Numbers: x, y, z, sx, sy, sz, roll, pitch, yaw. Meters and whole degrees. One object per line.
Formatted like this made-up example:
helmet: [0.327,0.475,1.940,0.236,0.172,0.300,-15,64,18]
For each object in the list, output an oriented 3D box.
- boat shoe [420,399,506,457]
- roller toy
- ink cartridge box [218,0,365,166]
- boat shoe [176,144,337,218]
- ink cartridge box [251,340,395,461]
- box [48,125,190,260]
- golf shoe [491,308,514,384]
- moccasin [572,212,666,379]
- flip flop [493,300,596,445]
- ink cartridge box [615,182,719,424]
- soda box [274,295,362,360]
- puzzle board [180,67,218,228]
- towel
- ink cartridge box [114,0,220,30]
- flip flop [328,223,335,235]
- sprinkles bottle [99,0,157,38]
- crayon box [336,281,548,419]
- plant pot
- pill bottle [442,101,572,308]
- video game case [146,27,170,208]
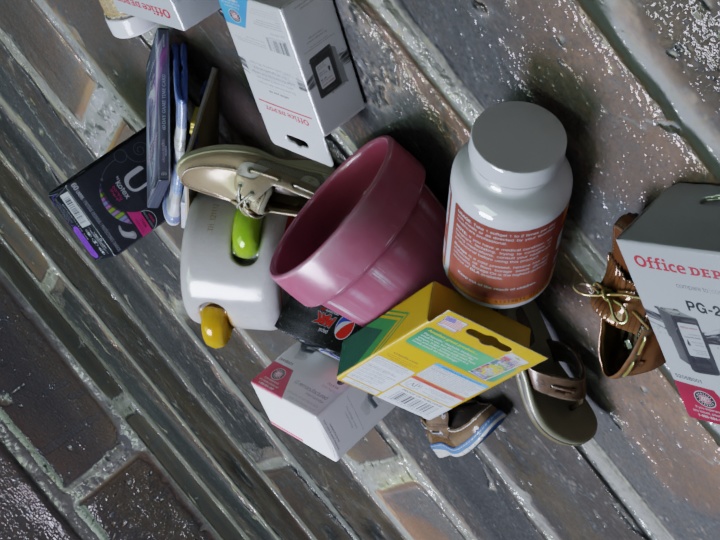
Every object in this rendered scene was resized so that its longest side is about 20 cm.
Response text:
boat shoe: [0.121,0.196,1.615,0.072,0.072,0.200,51,156,2]
roller toy: [-0.159,-0.015,1.616,0.140,0.182,0.200,5,113,7]
ink cartridge box: [-0.069,-0.221,1.344,0.116,0.067,0.200,26,146,42]
boat shoe: [-0.121,-0.099,1.482,0.200,0.065,0.072,8,144,-5]
ink cartridge box: [-0.016,0.129,1.596,0.146,0.200,0.085,21,143,47]
box: [-0.315,-0.119,1.753,0.122,0.200,0.106,56,155,-13]
golf shoe: [0.119,0.060,1.447,0.200,0.077,0.088,22,122,46]
moccasin: [0.244,0.028,1.146,0.074,0.078,0.201,54,163,34]
flip flop: [0.206,0.103,1.332,0.058,0.081,0.200,-10,114,41]
ink cartridge box: [0.316,0.036,1.030,0.145,0.083,0.200,11,136,55]
soda box: [-0.018,0.073,1.505,0.063,0.071,0.200,33,171,-35]
puzzle board: [-0.210,-0.144,1.614,0.017,0.151,0.200,12,149,1]
towel: [-0.239,-0.175,1.608,0.147,0.024,0.200,-101,17,-48]
ink cartridge box: [-0.237,-0.377,1.372,0.145,0.083,0.200,25,145,44]
flip flop: [0.000,0.000,1.504,0.058,0.081,0.200,-4,142,28]
sprinkles bottle: [-0.311,-0.385,1.524,0.068,0.068,0.200,25,146,44]
crayon box: [0.083,0.080,1.274,0.126,0.052,0.200,26,144,-23]
plant pot: [0.031,-0.015,1.346,0.179,0.200,0.200,40,159,-17]
pill bottle: [0.138,-0.061,1.165,0.112,0.112,0.200,39,154,23]
video game case: [-0.263,-0.195,1.619,0.143,0.019,0.200,144,126,-71]
